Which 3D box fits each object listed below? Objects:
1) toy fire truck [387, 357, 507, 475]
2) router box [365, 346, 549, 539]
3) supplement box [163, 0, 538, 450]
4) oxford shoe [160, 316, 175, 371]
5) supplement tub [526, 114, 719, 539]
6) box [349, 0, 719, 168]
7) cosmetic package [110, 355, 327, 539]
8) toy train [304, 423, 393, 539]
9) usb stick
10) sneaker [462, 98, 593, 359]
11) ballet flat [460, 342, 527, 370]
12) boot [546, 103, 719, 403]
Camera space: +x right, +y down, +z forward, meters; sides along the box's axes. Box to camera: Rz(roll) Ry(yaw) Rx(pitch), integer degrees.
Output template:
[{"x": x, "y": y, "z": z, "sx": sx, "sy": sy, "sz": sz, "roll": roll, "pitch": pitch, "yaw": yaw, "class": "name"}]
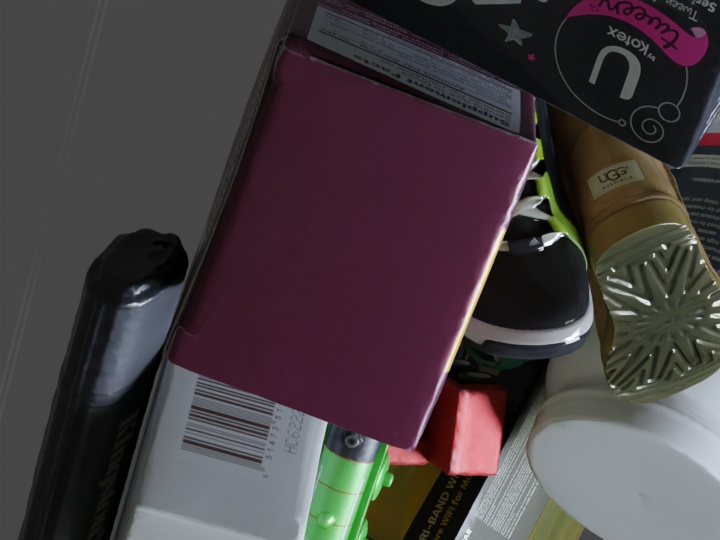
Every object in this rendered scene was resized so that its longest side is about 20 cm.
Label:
[{"x": -0.005, "y": 0.069, "z": 1.432, "sx": 0.200, "sy": 0.140, "sz": 0.049, "roll": -148, "pitch": -116, "yaw": -64, "class": "toy fire truck"}, {"x": 0.055, "y": 0.064, "z": 1.558, "sx": 0.052, "sy": 0.157, "sz": 0.201, "roll": 36, "pitch": 77, "yaw": -39, "class": "router box"}, {"x": 0.000, "y": -0.036, "z": 1.101, "sx": 0.200, "sy": 0.103, "sz": 0.131, "roll": -80, "pitch": -169, "yaw": -72, "class": "supplement box"}, {"x": 0.000, "y": 0.000, "z": 1.275, "sx": 0.200, "sy": 0.074, "sz": 0.071, "roll": -48, "pitch": 126, "yaw": -29, "class": "oxford shoe"}, {"x": 0.178, "y": 0.034, "z": 1.443, "sx": 0.201, "sy": 0.140, "sz": 0.141, "roll": -60, "pitch": 168, "yaw": -29, "class": "supplement tub"}, {"x": 0.065, "y": -0.151, "z": 1.013, "sx": 0.132, "sy": 0.199, "sz": 0.115, "roll": -51, "pitch": 165, "yaw": -45, "class": "box"}, {"x": -0.066, "y": 0.105, "z": 1.198, "sx": 0.200, "sy": 0.071, "sz": 0.102, "roll": 114, "pitch": -10, "yaw": -59, "class": "cosmetic package"}, {"x": -0.023, "y": 0.137, "z": 1.252, "sx": 0.056, "sy": 0.042, "sz": 0.201, "roll": -53, "pitch": 161, "yaw": -74, "class": "toy train"}, {"x": -0.109, "y": 0.070, "z": 1.151, "sx": 0.055, "sy": 0.032, "sz": 0.201, "roll": -50, "pitch": 162, "yaw": -52, "class": "usb stick"}, {"x": 0.049, "y": -0.054, "z": 1.233, "sx": 0.071, "sy": 0.201, "sz": 0.083, "roll": -11, "pitch": 145, "yaw": -14, "class": "sneaker"}, {"x": 0.063, "y": 0.001, "z": 1.404, "sx": 0.070, "sy": 0.068, "sz": 0.200, "roll": -30, "pitch": 155, "yaw": -4, "class": "ballet flat"}, {"x": 0.111, "y": -0.060, "z": 1.322, "sx": 0.066, "sy": 0.201, "sz": 0.175, "roll": -18, "pitch": 148, "yaw": -1, "class": "boot"}]
